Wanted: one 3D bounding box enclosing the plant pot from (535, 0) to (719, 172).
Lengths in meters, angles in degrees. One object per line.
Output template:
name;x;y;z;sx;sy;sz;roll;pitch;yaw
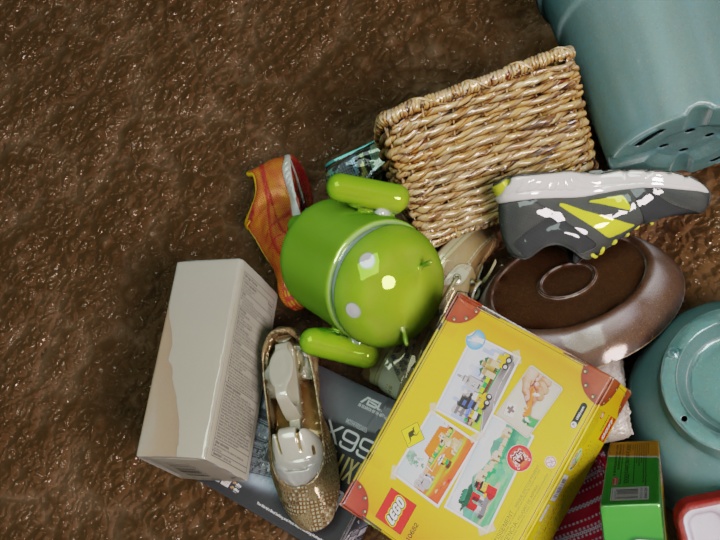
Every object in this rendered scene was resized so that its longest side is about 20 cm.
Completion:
plant pot;0.288;-0.205;0.918;0.199;0.200;0.198;-16;71;14

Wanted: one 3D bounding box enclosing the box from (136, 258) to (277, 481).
box;-0.146;0.098;0.946;0.077;0.095;0.202;-2;64;21

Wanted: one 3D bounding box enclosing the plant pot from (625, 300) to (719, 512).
plant pot;0.312;0.108;0.793;0.198;0.134;0.202;-8;65;18

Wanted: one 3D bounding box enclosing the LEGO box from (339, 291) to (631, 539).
LEGO box;0.100;0.144;0.773;0.148;0.077;0.201;29;88;31

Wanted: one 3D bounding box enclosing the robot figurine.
robot figurine;0.000;0.000;0.903;0.200;0.115;0.177;29;110;53

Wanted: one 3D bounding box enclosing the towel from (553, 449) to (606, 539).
towel;0.152;0.176;0.891;0.144;0.022;0.201;-21;62;13

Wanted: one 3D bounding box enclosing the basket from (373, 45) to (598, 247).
basket;0.114;-0.138;0.943;0.198;0.150;0.143;-21;27;0

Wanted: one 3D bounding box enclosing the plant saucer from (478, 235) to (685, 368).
plant saucer;0.193;0.019;0.879;0.199;0.032;0.201;-19;28;10

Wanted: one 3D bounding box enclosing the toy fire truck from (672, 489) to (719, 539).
toy fire truck;0.349;0.230;0.705;0.198;0.112;0.169;-16;88;13

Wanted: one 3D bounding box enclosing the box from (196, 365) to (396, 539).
box;-0.062;0.174;0.959;0.199;0.050;0.159;22;76;28

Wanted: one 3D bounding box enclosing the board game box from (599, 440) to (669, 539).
board game box;0.213;0.246;0.716;0.040;0.153;0.202;-6;95;18

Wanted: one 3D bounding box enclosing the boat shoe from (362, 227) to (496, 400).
boat shoe;0.082;0.040;0.954;0.062;0.073;0.201;33;87;22

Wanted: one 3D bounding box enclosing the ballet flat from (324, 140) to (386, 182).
ballet flat;0.058;-0.131;1.048;0.199;0.074;0.075;-30;60;9

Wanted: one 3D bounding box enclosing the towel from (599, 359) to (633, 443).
towel;0.173;0.082;0.870;0.131;0.035;0.201;-15;37;20

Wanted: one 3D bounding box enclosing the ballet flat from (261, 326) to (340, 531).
ballet flat;-0.065;0.143;0.907;0.070;0.065;0.201;-19;61;10

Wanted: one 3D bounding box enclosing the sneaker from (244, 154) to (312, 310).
sneaker;-0.087;-0.036;1.057;0.077;0.073;0.201;-22;51;15

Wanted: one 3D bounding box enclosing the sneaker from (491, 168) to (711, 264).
sneaker;0.218;-0.050;0.877;0.198;0.074;0.086;-1;96;0
